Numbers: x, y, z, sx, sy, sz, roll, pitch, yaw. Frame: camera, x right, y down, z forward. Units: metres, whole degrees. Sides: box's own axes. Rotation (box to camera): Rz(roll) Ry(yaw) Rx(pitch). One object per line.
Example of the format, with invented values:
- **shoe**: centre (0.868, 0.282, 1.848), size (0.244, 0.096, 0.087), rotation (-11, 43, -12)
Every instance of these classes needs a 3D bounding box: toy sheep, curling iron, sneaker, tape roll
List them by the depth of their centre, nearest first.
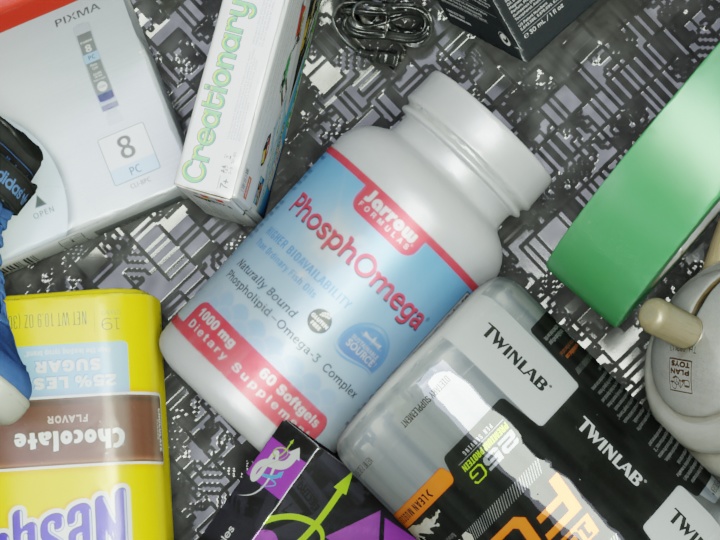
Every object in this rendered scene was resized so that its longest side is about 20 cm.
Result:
- **tape roll**: centre (0.171, -0.063, 1.413), size (0.048, 0.200, 0.201), rotation (41, 89, 5)
- **toy sheep**: centre (0.205, 0.046, 1.425), size (0.199, 0.138, 0.139), rotation (23, 86, -34)
- **sneaker**: centre (-0.195, -0.019, 1.429), size (0.111, 0.077, 0.200), rotation (-42, 51, -3)
- **curling iron**: centre (0.081, -0.154, 1.518), size (0.199, 0.026, 0.050), rotation (-19, 105, -3)

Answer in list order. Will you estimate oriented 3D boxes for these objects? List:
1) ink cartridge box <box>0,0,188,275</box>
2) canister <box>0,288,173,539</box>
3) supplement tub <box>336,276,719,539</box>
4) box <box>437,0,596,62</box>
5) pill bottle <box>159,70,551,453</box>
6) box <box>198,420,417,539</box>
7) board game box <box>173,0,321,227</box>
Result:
- **ink cartridge box**: centre (-0.192, -0.104, 1.520), size (0.159, 0.047, 0.201), rotation (-23, 86, 2)
- **canister**: centre (-0.166, 0.116, 1.480), size (0.147, 0.087, 0.202), rotation (-5, 83, 5)
- **supplement tub**: centre (0.095, 0.111, 1.387), size (0.200, 0.123, 0.123), rotation (44, 89, 4)
- **box**: centre (0.106, -0.226, 1.444), size (0.200, 0.079, 0.141), rotation (-41, 128, -12)
- **pill bottle**: centre (0.000, 0.000, 1.466), size (0.109, 0.109, 0.200), rotation (42, 89, 7)
- **box**: centre (-0.046, 0.190, 1.443), size (0.200, 0.143, 0.036), rotation (-54, 44, -1)
- **board game box**: centre (-0.046, -0.127, 1.472), size (0.034, 0.126, 0.201), rotation (14, 86, 5)
